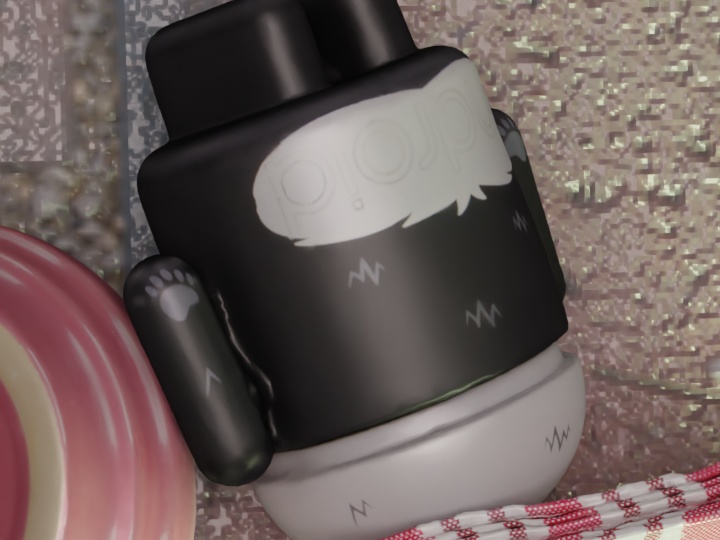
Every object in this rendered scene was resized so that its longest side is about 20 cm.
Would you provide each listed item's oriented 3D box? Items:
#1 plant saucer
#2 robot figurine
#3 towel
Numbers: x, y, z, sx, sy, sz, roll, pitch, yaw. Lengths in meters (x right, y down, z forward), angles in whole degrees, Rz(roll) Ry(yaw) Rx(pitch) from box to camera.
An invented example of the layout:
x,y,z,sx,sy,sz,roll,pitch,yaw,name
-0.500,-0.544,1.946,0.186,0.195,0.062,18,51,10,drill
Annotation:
x,y,z,sx,sy,sz,roll,pitch,yaw,name
-0.154,0.078,0.982,0.200,0.051,0.201,-4,78,19,plant saucer
-0.002,0.001,1.006,0.150,0.125,0.200,-21,96,-3,robot figurine
0.082,0.110,1.014,0.200,0.146,0.030,-12,59,-6,towel
